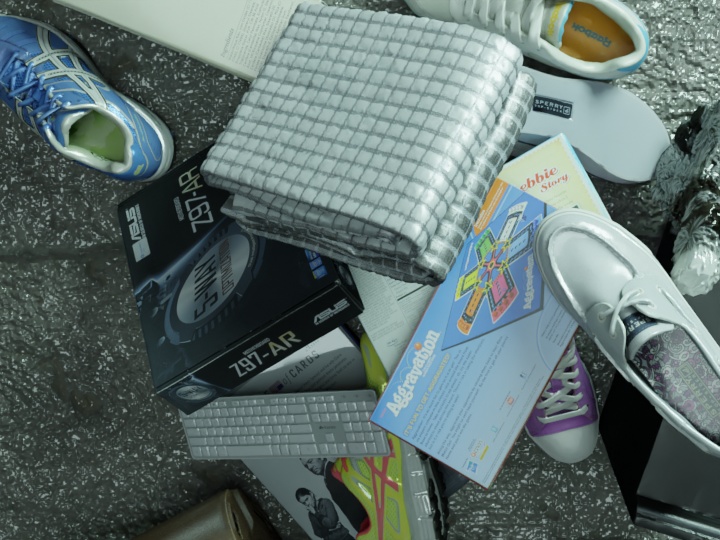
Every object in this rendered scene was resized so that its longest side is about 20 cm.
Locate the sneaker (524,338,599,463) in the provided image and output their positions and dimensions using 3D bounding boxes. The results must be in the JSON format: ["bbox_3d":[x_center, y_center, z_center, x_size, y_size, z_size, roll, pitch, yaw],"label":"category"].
[{"bbox_3d":[0.149,0.078,0.854,0.072,0.114,0.202,-18,101,6],"label":"sneaker"}]

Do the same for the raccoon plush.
[{"bbox_3d":[0.293,-0.035,0.794,0.133,0.097,0.201,27,63,-11],"label":"raccoon plush"}]

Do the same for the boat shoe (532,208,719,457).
[{"bbox_3d":[0.185,0.041,0.695,0.072,0.068,0.201,-35,82,11],"label":"boat shoe"}]

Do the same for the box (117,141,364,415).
[{"bbox_3d":[-0.100,-0.012,0.819,0.159,0.201,0.044,-30,140,10],"label":"box"}]

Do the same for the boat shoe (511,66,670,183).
[{"bbox_3d":[0.151,-0.113,0.837,0.198,0.070,0.072,10,84,-23],"label":"boat shoe"}]

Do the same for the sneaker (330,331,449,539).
[{"bbox_3d":[0.014,0.146,0.873,0.089,0.078,0.202,-7,97,16],"label":"sneaker"}]

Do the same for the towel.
[{"bbox_3d":[0.005,-0.088,0.736,0.199,0.086,0.166,17,71,35],"label":"towel"}]

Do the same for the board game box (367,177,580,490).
[{"bbox_3d":[0.095,0.045,0.761,0.102,0.019,0.201,29,99,7],"label":"board game box"}]

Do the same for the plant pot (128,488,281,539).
[{"bbox_3d":[-0.154,0.297,0.889,0.197,0.200,0.201,-33,98,2],"label":"plant pot"}]

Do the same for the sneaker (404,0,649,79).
[{"bbox_3d":[0.127,-0.203,0.812,0.198,0.081,0.077,17,104,1],"label":"sneaker"}]

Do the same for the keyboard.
[{"bbox_3d":[-0.067,0.128,0.873,0.199,0.011,0.057,-7,99,30],"label":"keyboard"}]

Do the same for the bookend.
[{"bbox_3d":[0.264,0.075,0.801,0.091,0.199,0.202,16,102,2],"label":"bookend"}]

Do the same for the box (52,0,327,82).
[{"bbox_3d":[-0.131,-0.211,0.834,0.199,0.068,0.083,23,101,-1],"label":"box"}]

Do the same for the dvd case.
[{"bbox_3d":[-0.021,0.150,0.926,0.150,0.025,0.200,-39,96,11],"label":"dvd case"}]

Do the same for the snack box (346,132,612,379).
[{"bbox_3d":[0.091,-0.002,0.789,0.199,0.037,0.117,-29,85,13],"label":"snack box"}]

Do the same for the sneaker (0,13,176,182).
[{"bbox_3d":[-0.240,-0.141,0.851,0.199,0.077,0.076,33,104,-2],"label":"sneaker"}]
